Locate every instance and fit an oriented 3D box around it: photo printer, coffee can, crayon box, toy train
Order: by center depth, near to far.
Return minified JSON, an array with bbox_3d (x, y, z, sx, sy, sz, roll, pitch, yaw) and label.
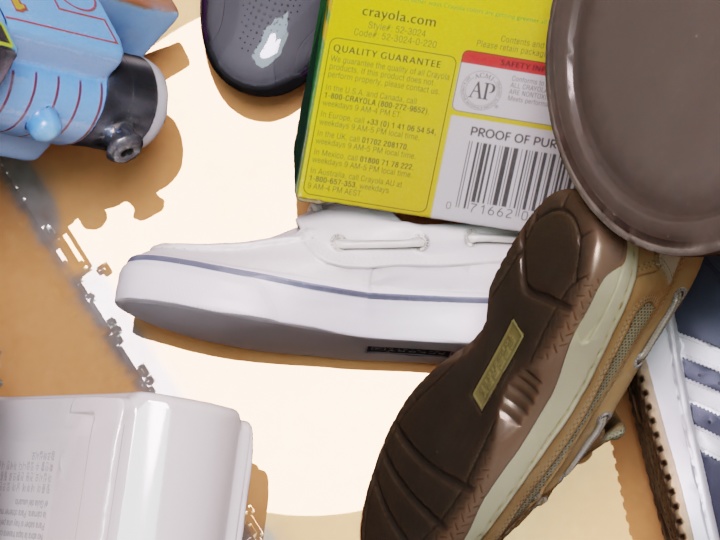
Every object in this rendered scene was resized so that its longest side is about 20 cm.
[{"bbox_3d":[0.189,-0.074,0.865,0.199,0.146,0.147,3,79,-39],"label":"coffee can"},{"bbox_3d":[-0.113,0.148,0.883,0.069,0.166,0.201,13,79,-31],"label":"photo printer"},{"bbox_3d":[0.051,-0.118,0.906,0.126,0.051,0.201,9,115,-6],"label":"crayon box"},{"bbox_3d":[-0.154,-0.096,0.909,0.087,0.199,0.115,-42,60,26],"label":"toy train"}]

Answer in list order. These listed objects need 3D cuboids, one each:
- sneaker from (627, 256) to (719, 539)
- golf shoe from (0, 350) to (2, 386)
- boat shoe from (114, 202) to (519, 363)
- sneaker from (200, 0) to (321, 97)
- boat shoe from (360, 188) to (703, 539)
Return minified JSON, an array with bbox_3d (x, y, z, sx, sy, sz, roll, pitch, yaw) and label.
[{"bbox_3d":[0.167,0.056,0.947,0.108,0.070,0.201,-12,79,-1],"label":"sneaker"},{"bbox_3d":[-0.195,0.094,0.872,0.097,0.079,0.201,13,125,-23],"label":"golf shoe"},{"bbox_3d":[0.000,0.000,0.958,0.199,0.074,0.066,6,77,-11],"label":"boat shoe"},{"bbox_3d":[-0.019,-0.174,0.968,0.074,0.088,0.201,19,80,9],"label":"sneaker"},{"bbox_3d":[0.071,0.058,0.914,0.076,0.200,0.072,9,41,-32],"label":"boat shoe"}]
